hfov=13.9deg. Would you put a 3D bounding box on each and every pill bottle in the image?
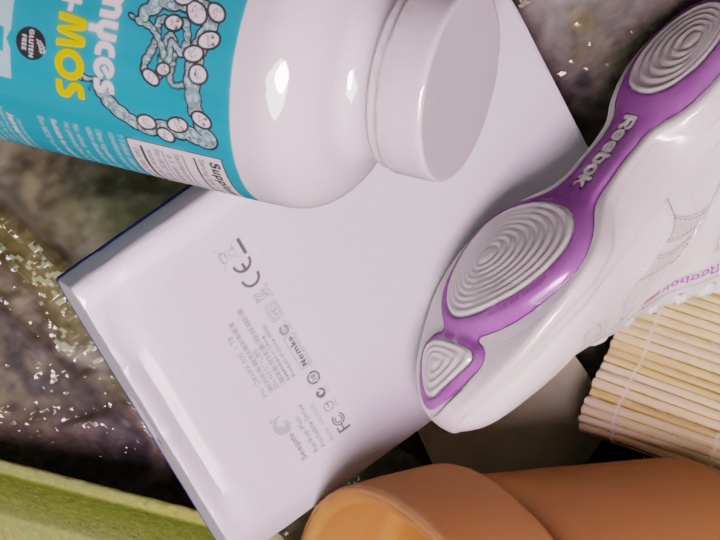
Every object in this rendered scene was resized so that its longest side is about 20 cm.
[{"bbox_3d":[-0.055,-0.086,1.049,0.200,0.111,0.111,13,125,21],"label":"pill bottle"}]

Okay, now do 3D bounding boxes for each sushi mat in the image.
[{"bbox_3d":[0.191,0.050,1.140,0.200,0.012,0.096,19,84,20],"label":"sushi mat"}]

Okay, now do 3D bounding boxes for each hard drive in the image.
[{"bbox_3d":[0.000,0.000,1.121,0.200,0.025,0.132,-36,115,-13],"label":"hard drive"}]

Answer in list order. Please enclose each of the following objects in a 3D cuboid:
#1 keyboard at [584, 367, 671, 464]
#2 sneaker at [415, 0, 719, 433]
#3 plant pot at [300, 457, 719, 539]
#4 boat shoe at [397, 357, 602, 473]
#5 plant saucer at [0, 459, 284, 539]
[{"bbox_3d":[0.109,0.135,1.226,0.104,0.040,0.200,16,114,-41],"label":"keyboard"},{"bbox_3d":[0.107,-0.006,1.113,0.200,0.075,0.100,-47,122,-5],"label":"sneaker"},{"bbox_3d":[0.083,0.155,1.122,0.140,0.200,0.200,-19,127,-25],"label":"plant pot"},{"bbox_3d":[0.021,0.033,1.188,0.201,0.063,0.074,34,85,-26],"label":"boat shoe"},{"bbox_3d":[-0.131,0.183,1.235,0.200,0.048,0.200,13,93,20],"label":"plant saucer"}]
